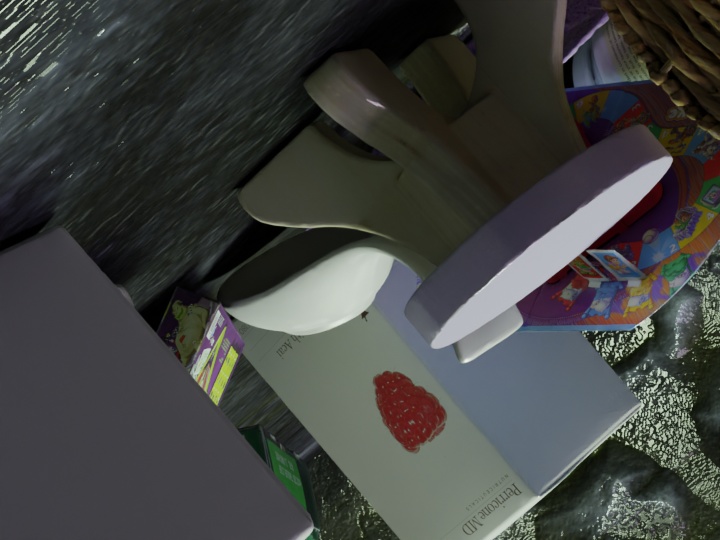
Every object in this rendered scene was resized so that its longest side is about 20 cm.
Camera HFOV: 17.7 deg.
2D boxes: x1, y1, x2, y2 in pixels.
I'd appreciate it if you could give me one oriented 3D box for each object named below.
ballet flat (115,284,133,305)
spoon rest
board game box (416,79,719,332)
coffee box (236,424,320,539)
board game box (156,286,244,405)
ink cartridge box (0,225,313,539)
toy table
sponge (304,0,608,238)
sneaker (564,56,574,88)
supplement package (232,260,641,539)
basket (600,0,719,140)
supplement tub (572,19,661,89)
[{"bbox_3d":[-0.117,0.056,1.008,0.069,0.069,0.200,-39,174,-18],"label":"ballet flat"},{"bbox_3d":[0.000,0.000,1.157,0.099,0.061,0.200,-32,-157,-28],"label":"spoon rest"},{"bbox_3d":[0.101,-0.045,1.167,0.200,0.039,0.158,-2,-126,44],"label":"board game box"},{"bbox_3d":[-0.125,0.113,1.002,0.200,0.044,0.123,-13,166,5],"label":"coffee box"},{"bbox_3d":[-0.101,0.078,1.222,0.200,0.032,0.120,87,22,-82],"label":"board game box"},{"bbox_3d":[-0.153,0.115,0.809,0.200,0.146,0.147,-44,174,31],"label":"ink cartridge box"},{"bbox_3d":[0.047,-0.050,1.009,0.184,0.117,0.200,-41,174,7],"label":"toy table"},{"bbox_3d":[0.056,-0.085,1.232,0.112,0.030,0.200,-35,172,-44],"label":"sponge"},{"bbox_3d":[0.163,-0.110,1.348,0.114,0.076,0.199,-52,-168,27],"label":"sneaker"},{"bbox_3d":[0.043,0.058,1.378,0.120,0.200,0.121,-35,172,-44],"label":"supplement package"},{"bbox_3d":[0.209,-0.131,0.984,0.149,0.200,0.143,-35,164,-45],"label":"basket"},{"bbox_3d":[0.211,-0.141,1.227,0.145,0.145,0.200,-36,173,-34],"label":"supplement tub"}]
